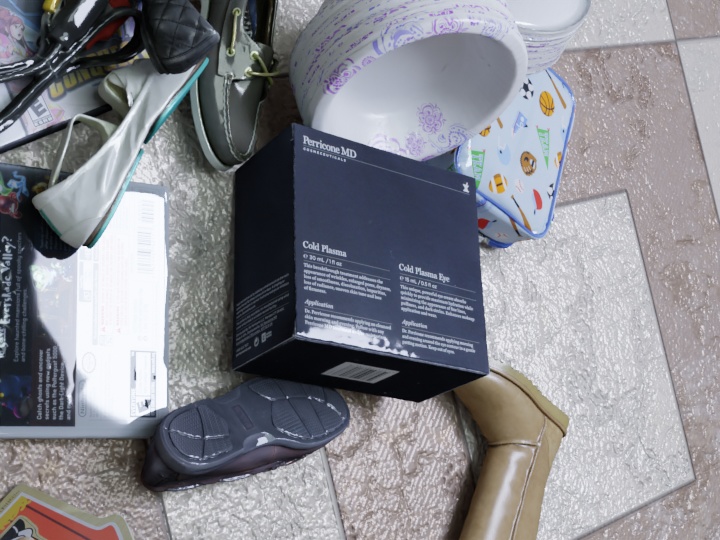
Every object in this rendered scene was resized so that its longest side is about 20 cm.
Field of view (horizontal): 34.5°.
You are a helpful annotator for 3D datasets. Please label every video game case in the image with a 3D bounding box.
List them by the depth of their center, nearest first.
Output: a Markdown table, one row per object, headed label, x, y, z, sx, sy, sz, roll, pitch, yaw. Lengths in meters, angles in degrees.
| label | x | y | z | sx | sy | sz | roll | pitch | yaw |
| --- | --- | --- | --- | --- | --- | --- | --- | --- | --- |
| video game case | -0.228 | 0.025 | 0.875 | 0.180 | 0.023 | 0.204 | 6 | 78 | -38 |
| video game case | -0.244 | -0.207 | 0.907 | 0.199 | 0.025 | 0.183 | -30 | 100 | -38 |

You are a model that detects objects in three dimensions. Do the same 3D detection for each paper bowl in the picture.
| label | x | y | z | sx | sy | sz | roll | pitch | yaw |
| --- | --- | --- | --- | --- | --- | --- | --- | --- | --- |
| paper bowl | 0.036 | -0.185 | 0.999 | 0.198 | 0.201 | 0.106 | 2 | 56 | -37 |
| paper bowl | 0.132 | -0.294 | 1.120 | 0.198 | 0.105 | 0.203 | 14 | 49 | -17 |

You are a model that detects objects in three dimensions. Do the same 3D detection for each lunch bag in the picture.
| label | x | y | z | sx | sy | sz | roll | pitch | yaw |
| --- | --- | --- | --- | --- | --- | --- | --- | --- | --- |
| lunch bag | 0.141 | -0.126 | 1.162 | 0.159 | 0.075 | 0.202 | 34 | 61 | -31 |

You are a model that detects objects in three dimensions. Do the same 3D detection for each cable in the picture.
| label | x | y | z | sx | sy | sz | roll | pitch | yaw |
| --- | --- | --- | --- | --- | --- | --- | --- | --- | --- |
| cable | -0.233 | -0.165 | 0.879 | 0.201 | 0.050 | 0.097 | -55 | 132 | -19 |

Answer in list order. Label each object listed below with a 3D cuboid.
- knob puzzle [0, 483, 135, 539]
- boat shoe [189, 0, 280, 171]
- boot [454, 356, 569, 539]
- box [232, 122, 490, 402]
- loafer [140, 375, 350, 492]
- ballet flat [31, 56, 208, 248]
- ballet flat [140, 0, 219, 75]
| label | x | y | z | sx | sy | sz | roll | pitch | yaw |
| --- | --- | --- | --- | --- | --- | --- | --- | --- | --- |
| knob puzzle | -0.218 | 0.227 | 0.733 | 0.220 | 0.217 | 0.031 | -49 | 137 | -33 |
| boat shoe | -0.101 | -0.186 | 0.981 | 0.072 | 0.059 | 0.205 | 26 | 62 | -63 |
| boot | 0.120 | 0.199 | 1.085 | 0.174 | 0.066 | 0.202 | 34 | 63 | -27 |
| box | 0.000 | 0.000 | 0.985 | 0.198 | 0.104 | 0.185 | 14 | 64 | -32 |
| loafer | -0.094 | 0.134 | 0.942 | 0.198 | 0.063 | 0.072 | -7 | 56 | -48 |
| ballet flat | -0.184 | -0.111 | 0.885 | 0.069 | 0.069 | 0.202 | 39 | 62 | -25 |
| ballet flat | -0.148 | -0.231 | 0.906 | 0.067 | 0.056 | 0.202 | 62 | 10 | -57 |
